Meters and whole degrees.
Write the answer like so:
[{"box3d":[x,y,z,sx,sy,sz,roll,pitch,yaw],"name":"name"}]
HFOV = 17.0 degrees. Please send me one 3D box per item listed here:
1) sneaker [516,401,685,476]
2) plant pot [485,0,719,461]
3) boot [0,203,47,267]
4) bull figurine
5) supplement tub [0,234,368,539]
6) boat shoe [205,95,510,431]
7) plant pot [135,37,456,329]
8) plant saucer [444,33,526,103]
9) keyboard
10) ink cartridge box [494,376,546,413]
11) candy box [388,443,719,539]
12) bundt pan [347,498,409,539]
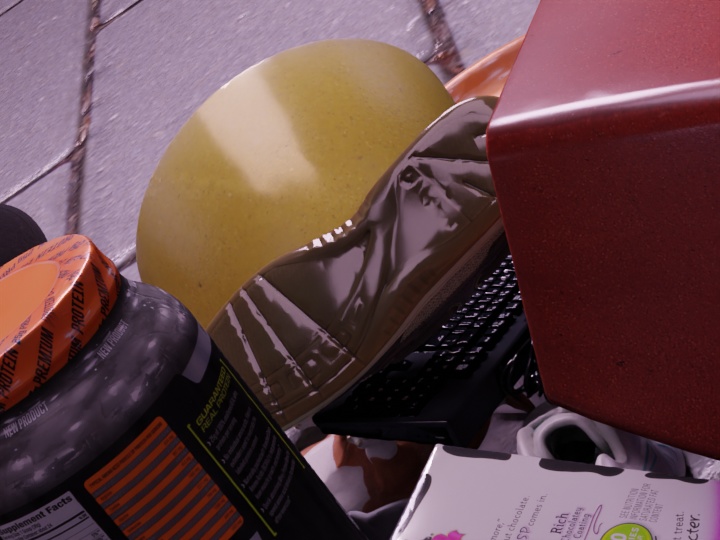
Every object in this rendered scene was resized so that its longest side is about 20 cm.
[{"box3d":[0.102,0.083,1.045,0.070,0.080,0.200,-37,17,2],"name":"sneaker"},{"box3d":[0.159,-0.037,0.974,0.175,0.201,0.200,-4,33,21],"name":"plant pot"},{"box3d":[-0.213,0.086,1.363,0.068,0.200,0.189,-5,52,-23],"name":"boot"},{"box3d":[-0.005,0.099,1.133,0.200,0.121,0.065,-51,57,11],"name":"bull figurine"},{"box3d":[-0.084,0.092,0.942,0.122,0.200,0.123,-31,21,13],"name":"supplement tub"},{"box3d":[0.009,0.010,1.046,0.201,0.066,0.072,-44,60,9],"name":"boat shoe"},{"box3d":[0.000,0.000,1.267,0.200,0.200,0.142,-38,47,-2],"name":"plant pot"},{"box3d":[0.090,-0.082,1.465,0.200,0.038,0.200,-31,23,15],"name":"plant saucer"},{"box3d":[0.060,0.015,1.094,0.104,0.040,0.200,3,28,26],"name":"keyboard"},{"box3d":[0.172,-0.008,1.178,0.198,0.043,0.200,-47,24,-27],"name":"ink cartridge box"},{"box3d":[0.100,0.138,0.859,0.199,0.061,0.137,7,41,23],"name":"candy box"},{"box3d":[-0.010,0.192,1.001,0.201,0.076,0.202,-31,22,14],"name":"bundt pan"}]
